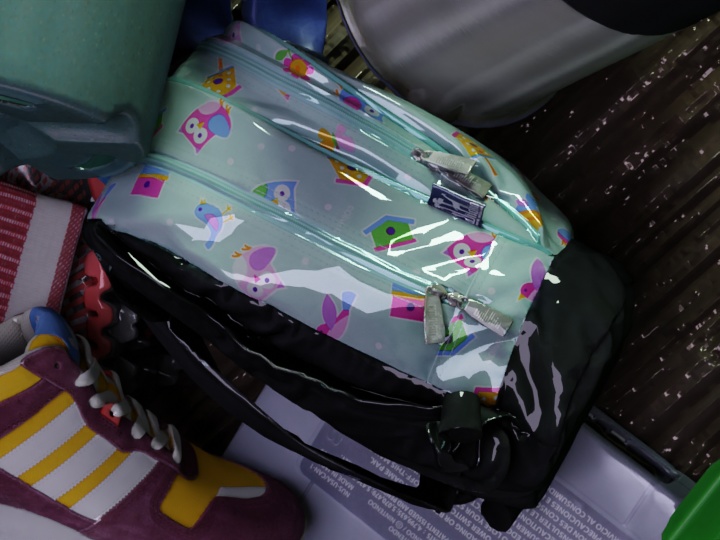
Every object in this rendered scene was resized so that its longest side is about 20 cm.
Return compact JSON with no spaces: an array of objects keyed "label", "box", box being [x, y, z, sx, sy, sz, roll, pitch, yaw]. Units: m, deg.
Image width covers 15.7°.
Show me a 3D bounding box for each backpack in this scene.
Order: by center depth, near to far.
[{"label":"backpack","box":[0.000,0.000,0.973,0.199,0.167,0.127,29,76,8]}]

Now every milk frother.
[{"label":"milk frother","box":[0.129,-0.128,0.961,0.200,0.181,0.188,40,151,-17]}]

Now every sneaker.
[{"label":"sneaker","box":[-0.109,0.064,1.029,0.199,0.075,0.091,11,103,-20]},{"label":"sneaker","box":[-0.125,-0.035,1.103,0.097,0.071,0.202,-5,93,23]}]

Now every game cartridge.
[{"label":"game cartridge","box":[0.044,0.099,1.069,0.200,0.041,0.133,38,105,14]}]

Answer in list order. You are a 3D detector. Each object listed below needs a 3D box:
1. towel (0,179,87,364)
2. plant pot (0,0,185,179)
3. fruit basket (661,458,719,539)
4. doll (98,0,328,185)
[{"label":"towel","box":[-0.221,0.018,1.033,0.199,0.023,0.145,13,99,-21]},{"label":"plant pot","box":[-0.133,-0.144,0.916,0.199,0.200,0.197,3,77,22]},{"label":"fruit basket","box":[0.224,0.130,0.963,0.214,0.156,0.217,-7,122,-11]},{"label":"doll","box":[-0.053,-0.068,1.052,0.136,0.048,0.201,-8,100,-16]}]
